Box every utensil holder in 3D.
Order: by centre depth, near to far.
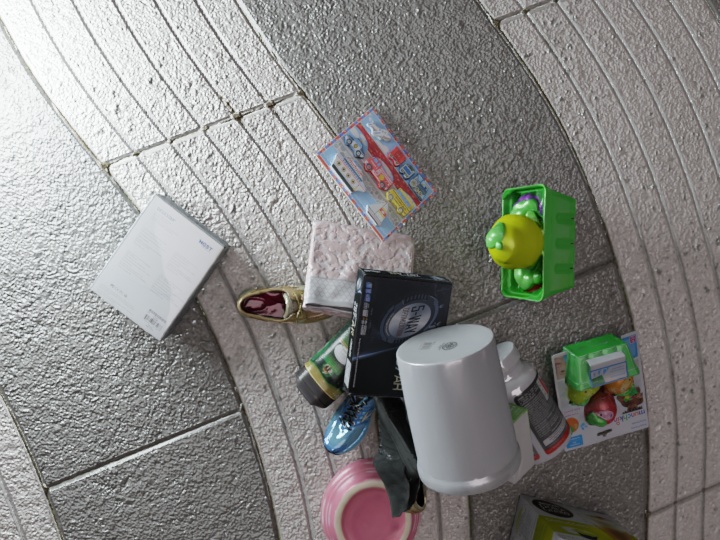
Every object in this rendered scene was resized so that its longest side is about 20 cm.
[{"bbox_3d":[0.151,0.207,0.908,0.165,0.170,0.206,-14,101,-4],"label":"utensil holder"}]

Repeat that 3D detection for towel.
[{"bbox_3d":[0.000,0.000,1.052,0.194,0.033,0.195,10,55,-7],"label":"towel"}]

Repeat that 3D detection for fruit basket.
[{"bbox_3d":[0.289,-0.049,1.061,0.209,0.155,0.223,-1,93,-20],"label":"fruit basket"},{"bbox_3d":[0.465,0.235,1.124,0.180,0.094,0.206,-13,97,-4],"label":"fruit basket"}]

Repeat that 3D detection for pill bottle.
[{"bbox_3d":[0.297,0.245,1.097,0.114,0.116,0.203,-32,95,-3],"label":"pill bottle"}]

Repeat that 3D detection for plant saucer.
[{"bbox_3d":[0.022,0.465,1.115,0.194,0.051,0.207,0,92,-5],"label":"plant saucer"}]

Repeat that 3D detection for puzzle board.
[{"bbox_3d":[0.032,-0.179,1.083,0.150,0.017,0.201,-41,95,-18],"label":"puzzle board"}]

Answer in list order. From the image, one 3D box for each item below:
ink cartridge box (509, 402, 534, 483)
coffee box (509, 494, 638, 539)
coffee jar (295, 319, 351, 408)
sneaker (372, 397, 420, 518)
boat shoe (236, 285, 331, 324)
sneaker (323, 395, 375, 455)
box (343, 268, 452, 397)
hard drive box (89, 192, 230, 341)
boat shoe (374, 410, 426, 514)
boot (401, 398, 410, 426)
[{"bbox_3d":[0.211,0.288,1.071,0.066,0.197,0.120,-26,114,-35],"label":"ink cartridge box"},{"bbox_3d":[0.392,0.565,1.078,0.194,0.198,0.206,14,89,-4],"label":"coffee box"},{"bbox_3d":[-0.028,0.160,1.068,0.200,0.104,0.086,-43,80,-1],"label":"coffee jar"},{"bbox_3d":[0.052,0.308,1.013,0.104,0.059,0.203,-42,67,32],"label":"sneaker"},{"bbox_3d":[-0.131,0.066,1.074,0.193,0.066,0.077,-3,93,-5],"label":"boat shoe"},{"bbox_3d":[-0.007,0.242,1.072,0.078,0.090,0.202,33,83,29],"label":"sneaker"},{"bbox_3d":[0.061,0.107,0.977,0.155,0.044,0.206,6,99,-15],"label":"box"},{"bbox_3d":[-0.352,-0.007,1.046,0.154,0.077,0.202,37,90,-6],"label":"hard drive box"},{"bbox_3d":[0.082,0.339,1.082,0.073,0.068,0.205,-13,75,-21],"label":"boat shoe"},{"bbox_3d":[0.119,0.287,1.068,0.072,0.096,0.205,-20,67,10],"label":"boot"}]
